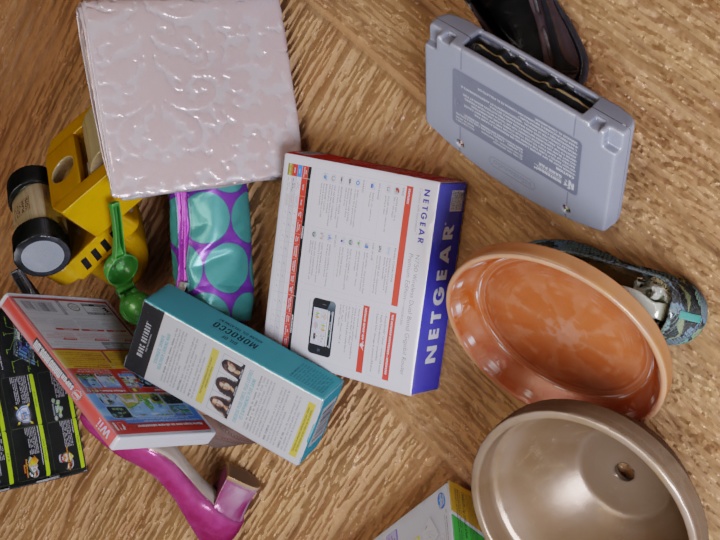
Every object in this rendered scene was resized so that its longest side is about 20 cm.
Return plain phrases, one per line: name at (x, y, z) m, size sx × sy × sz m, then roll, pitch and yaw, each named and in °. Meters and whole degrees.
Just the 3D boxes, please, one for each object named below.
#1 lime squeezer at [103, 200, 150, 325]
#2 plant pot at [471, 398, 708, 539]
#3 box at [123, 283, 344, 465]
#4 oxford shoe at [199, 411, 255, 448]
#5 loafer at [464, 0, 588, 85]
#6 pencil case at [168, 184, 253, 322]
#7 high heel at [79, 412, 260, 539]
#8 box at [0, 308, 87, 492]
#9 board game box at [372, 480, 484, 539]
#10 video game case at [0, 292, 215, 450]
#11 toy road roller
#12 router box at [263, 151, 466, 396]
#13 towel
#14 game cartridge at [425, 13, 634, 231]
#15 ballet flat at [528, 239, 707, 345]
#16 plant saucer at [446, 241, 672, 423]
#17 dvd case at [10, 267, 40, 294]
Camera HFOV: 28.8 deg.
lime squeezer at (-0.221, 0.021, 1.404) m, size 0.071 × 0.038 × 0.200 m, roll -2°, pitch 113°, yaw 43°
plant pot at (0.198, 0.183, 1.145) m, size 0.201 × 0.093 × 0.201 m, roll 18°, pitch 124°, yaw 30°
box at (-0.122, 0.098, 1.331) m, size 0.200 × 0.049 × 0.082 m, roll 28°, pitch 118°, yaw 13°
oxford shoe at (-0.121, 0.146, 1.417) m, size 0.200 × 0.071 × 0.073 m, roll 13°, pitch 139°, yaw 25°
loafer at (0.125, -0.237, 1.202) m, size 0.072 × 0.063 × 0.200 m, roll -40°, pitch 71°, yaw 30°
pencil case at (-0.155, -0.037, 1.400) m, size 0.085 × 0.092 × 0.200 m, roll -2°, pitch 91°, yaw 39°
high heel at (-0.207, 0.213, 1.423) m, size 0.096 × 0.200 × 0.067 m, roll -59°, pitch 17°, yaw 15°
box at (-0.398, 0.141, 1.526) m, size 0.047 × 0.193 × 0.200 m, roll -15°, pitch 86°, yaw 34°
board game box at (0.033, 0.305, 1.269) m, size 0.200 × 0.040 × 0.153 m, roll -42°, pitch 30°, yaw 30°
video game case at (-0.243, 0.095, 1.351) m, size 0.200 × 0.143 × 0.017 m, roll 46°, pitch 110°, yaw 26°
toy road roller at (-0.261, -0.068, 1.444) m, size 0.200 × 0.146 × 0.123 m, roll -40°, pitch 42°, yaw 18°
router box at (0.000, 0.000, 1.317) m, size 0.179 × 0.049 × 0.200 m, roll 14°, pitch 102°, yaw 34°
towel at (-0.160, -0.171, 1.342) m, size 0.032 × 0.200 × 0.191 m, roll 167°, pitch 94°, yaw -67°
game cartridge at (0.138, -0.120, 1.174) m, size 0.200 × 0.040 × 0.133 m, roll 35°, pitch 148°, yaw 26°
ballet flat at (0.189, 0.014, 1.171) m, size 0.200 × 0.074 × 0.074 m, roll 11°, pitch 100°, yaw 34°
plant saucer at (0.164, 0.053, 1.156) m, size 0.200 × 0.032 × 0.200 m, roll 26°, pitch 146°, yaw 19°
dvd case at (-0.302, 0.093, 1.473) m, size 0.016 × 0.200 × 0.149 m, roll -31°, pitch 70°, yaw -10°
